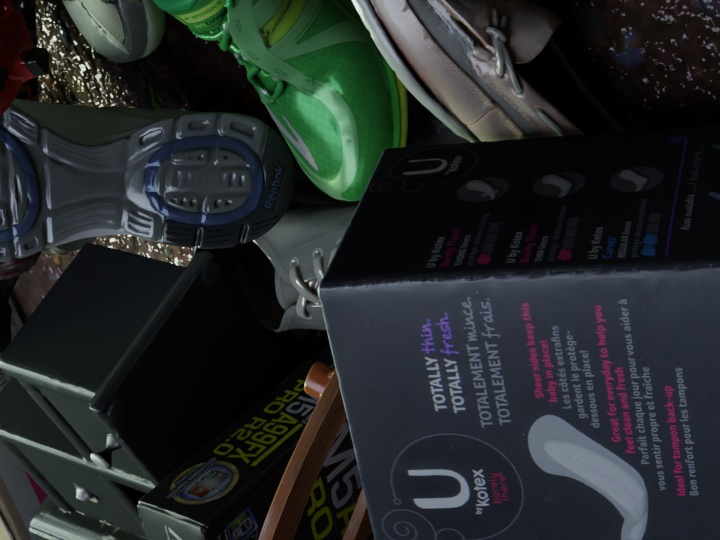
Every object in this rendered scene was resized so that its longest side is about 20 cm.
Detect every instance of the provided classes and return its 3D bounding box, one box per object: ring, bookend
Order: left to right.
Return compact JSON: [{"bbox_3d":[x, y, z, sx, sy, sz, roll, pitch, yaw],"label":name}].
[{"bbox_3d":[-0.123,0.071,0.958,0.198,0.092,0.200,14,149,38],"label":"bookend"},{"bbox_3d":[-0.018,0.097,0.785,0.019,0.201,0.201,21,135,12],"label":"ring"}]

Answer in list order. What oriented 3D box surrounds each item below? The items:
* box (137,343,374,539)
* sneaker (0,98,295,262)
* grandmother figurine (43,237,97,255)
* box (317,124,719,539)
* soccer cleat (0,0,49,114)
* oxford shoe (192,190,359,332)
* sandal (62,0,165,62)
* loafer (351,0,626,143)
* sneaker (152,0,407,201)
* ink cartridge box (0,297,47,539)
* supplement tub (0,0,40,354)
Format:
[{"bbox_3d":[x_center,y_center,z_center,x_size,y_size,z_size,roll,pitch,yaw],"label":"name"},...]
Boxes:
[{"bbox_3d":[-0.014,0.149,0.908,0.044,0.160,0.201,14,128,39],"label":"box"},{"bbox_3d":[-0.129,-0.043,0.866,0.198,0.087,0.075,5,99,-2],"label":"sneaker"},{"bbox_3d":[-0.216,-0.051,1.039,0.199,0.061,0.121,14,156,34],"label":"grandmother figurine"},{"bbox_3d":[0.100,0.025,0.682,0.198,0.106,0.123,-2,120,16],"label":"box"},{"bbox_3d":[-0.183,-0.158,0.787,0.085,0.069,0.202,-1,103,25],"label":"soccer cleat"},{"bbox_3d":[0.000,0.000,0.860,0.199,0.058,0.076,5,120,41],"label":"oxford shoe"},{"bbox_3d":[-0.128,-0.182,0.838,0.202,0.057,0.080,61,162,13],"label":"sandal"},{"bbox_3d":[0.066,-0.073,0.737,0.063,0.072,0.200,-27,106,34],"label":"loafer"},{"bbox_3d":[-0.048,-0.112,0.796,0.074,0.084,0.201,-10,113,48],"label":"sneaker"},{"bbox_3d":[-0.258,0.090,1.174,0.164,0.075,0.201,0,119,43],"label":"ink cartridge box"},{"bbox_3d":[-0.208,-0.059,0.929,0.106,0.107,0.202,6,100,42],"label":"supplement tub"}]
